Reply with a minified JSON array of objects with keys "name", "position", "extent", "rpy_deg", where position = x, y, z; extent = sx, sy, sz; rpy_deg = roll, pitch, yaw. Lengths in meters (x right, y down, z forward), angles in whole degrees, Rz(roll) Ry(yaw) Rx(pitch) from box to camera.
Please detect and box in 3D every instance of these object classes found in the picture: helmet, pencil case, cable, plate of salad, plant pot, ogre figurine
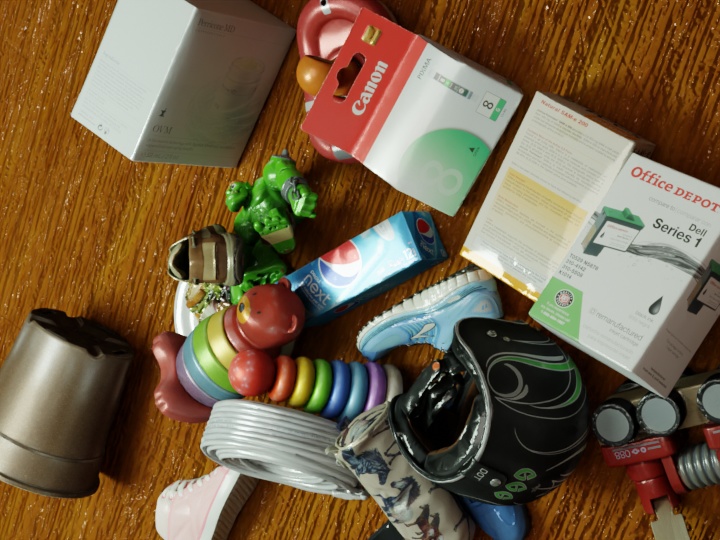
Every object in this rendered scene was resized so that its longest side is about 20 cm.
[{"name":"helmet","position":[0.147,0.148,1.336],"extent":[0.200,0.190,0.201],"rpy_deg":[-11,75,49]},{"name":"pencil case","position":[0.048,0.244,1.407],"extent":[0.089,0.078,0.200],"rpy_deg":[-33,103,6]},{"name":"cable","position":[-0.086,0.206,1.486],"extent":[0.199,0.200,0.069],"rpy_deg":[10,72,14]},{"name":"plate of salad","position":[-0.167,0.060,1.621],"extent":[0.199,0.048,0.201],"rpy_deg":[1,92,32]},{"name":"plant pot","position":[-0.407,0.170,1.701],"extent":[0.200,0.200,0.199],"rpy_deg":[29,99,28]},{"name":"ogre figurine","position":[-0.113,-0.057,1.535],"extent":[0.200,0.098,0.120],"rpy_deg":[101,163,-47]}]

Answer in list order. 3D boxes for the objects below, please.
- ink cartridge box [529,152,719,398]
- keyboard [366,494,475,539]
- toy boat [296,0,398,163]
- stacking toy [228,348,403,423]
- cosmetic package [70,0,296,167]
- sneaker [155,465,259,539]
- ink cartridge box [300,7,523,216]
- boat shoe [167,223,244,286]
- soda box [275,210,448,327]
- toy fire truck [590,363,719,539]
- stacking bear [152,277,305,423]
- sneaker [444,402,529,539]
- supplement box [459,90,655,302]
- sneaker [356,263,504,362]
[{"name":"ink cartridge box","position":[0.286,0.001,1.259],"extent":[0.146,0.084,0.200],"rpy_deg":[31,88,45]},{"name":"keyboard","position":[0.065,0.350,1.502],"extent":[0.200,0.021,0.127],"rpy_deg":[-47,63,25]},{"name":"toy boat","position":[-0.026,-0.227,1.472],"extent":[0.130,0.131,0.201],"rpy_deg":[-8,88,32]},{"name":"stacking toy","position":[-0.055,0.130,1.462],"extent":[0.085,0.199,0.086],"rpy_deg":[-165,90,-72]},{"name":"cosmetic package","position":[-0.212,-0.242,1.548],"extent":[0.123,0.199,0.201],"rpy_deg":[34,109,27]},{"name":"sneaker","position":[-0.203,0.285,1.633],"extent":[0.105,0.075,0.201],"rpy_deg":[36,114,21]},{"name":"ink cartridge box","position":[0.056,-0.175,1.409],"extent":[0.199,0.050,0.161],"rpy_deg":[25,110,-13]},{"name":"boat shoe","position":[-0.193,-0.018,1.513],"extent":[0.200,0.074,0.076],"rpy_deg":[179,89,-71]},{"name":"soda box","position":[0.000,0.000,1.501],"extent":[0.200,0.068,0.064],"rpy_deg":[-29,77,30]},{"name":"toy fire truck","position":[0.339,0.206,1.275],"extent":[0.176,0.129,0.201],"rpy_deg":[-18,94,31]},{"name":"stacking bear","position":[-0.145,0.087,1.510],"extent":[0.200,0.114,0.122],"rpy_deg":[-40,43,33]},{"name":"sneaker","position":[0.114,0.226,1.433],"extent":[0.066,0.078,0.200],"rpy_deg":[-38,74,25]},{"name":"supplement box","position":[0.210,-0.075,1.363],"extent":[0.126,0.073,0.201],"rpy_deg":[34,109,27]},{"name":"sneaker","position":[0.079,0.068,1.450],"extent":[0.200,0.078,0.090],"rpy_deg":[-29,89,36]}]
